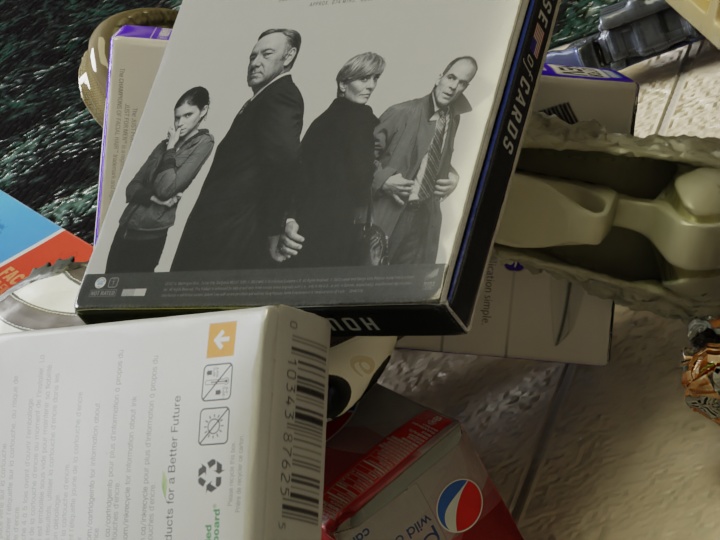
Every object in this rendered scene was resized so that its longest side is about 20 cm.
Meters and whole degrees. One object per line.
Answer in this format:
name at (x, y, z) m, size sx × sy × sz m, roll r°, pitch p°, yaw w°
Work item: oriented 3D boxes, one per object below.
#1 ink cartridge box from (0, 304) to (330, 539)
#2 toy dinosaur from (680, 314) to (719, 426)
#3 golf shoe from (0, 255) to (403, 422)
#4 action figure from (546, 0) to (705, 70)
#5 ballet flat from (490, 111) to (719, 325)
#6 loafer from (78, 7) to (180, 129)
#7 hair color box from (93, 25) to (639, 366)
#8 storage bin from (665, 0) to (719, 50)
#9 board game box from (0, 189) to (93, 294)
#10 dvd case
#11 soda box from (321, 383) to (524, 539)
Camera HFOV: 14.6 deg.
ink cartridge box at (-0.102, 0.118, 0.937) m, size 0.199 × 0.199 × 0.047 m, roll -6°, pitch -14°, yaw 37°
toy dinosaur at (0.211, 0.005, 0.969) m, size 0.199 × 0.102 × 0.136 m, roll 1°, pitch 44°, yaw 5°
golf shoe at (-0.078, 0.040, 1.001) m, size 0.199 × 0.078 × 0.095 m, roll -21°, pitch 28°, yaw 23°
action figure at (0.158, -0.162, 1.300) m, size 0.199 × 0.105 × 0.194 m, roll -21°, pitch 16°, yaw 9°
ballet flat at (0.091, -0.017, 1.016) m, size 0.199 × 0.072 × 0.072 m, roll 9°, pitch 24°, yaw -10°
loafer at (-0.055, -0.051, 1.224) m, size 0.067 × 0.200 × 0.076 m, roll -32°, pitch 53°, yaw 29°
hair color box at (0.000, -0.030, 1.075) m, size 0.199 × 0.110 × 0.065 m, roll 6°, pitch 9°, yaw -1°
storage bin at (0.190, -0.151, 1.004) m, size 0.199 × 0.094 × 0.199 m, roll -6°, pitch 34°, yaw -27°
board game box at (-0.218, 0.045, 1.329) m, size 0.200 × 0.040 × 0.153 m, roll -34°, pitch 26°, yaw -16°
dvd case at (-0.007, -0.068, 0.978) m, size 0.150 × 0.025 × 0.201 m, roll -1°, pitch 57°, yaw 32°
soda box at (-0.021, 0.076, 1.042) m, size 0.063 × 0.070 × 0.200 m, roll -37°, pitch 26°, yaw -17°
